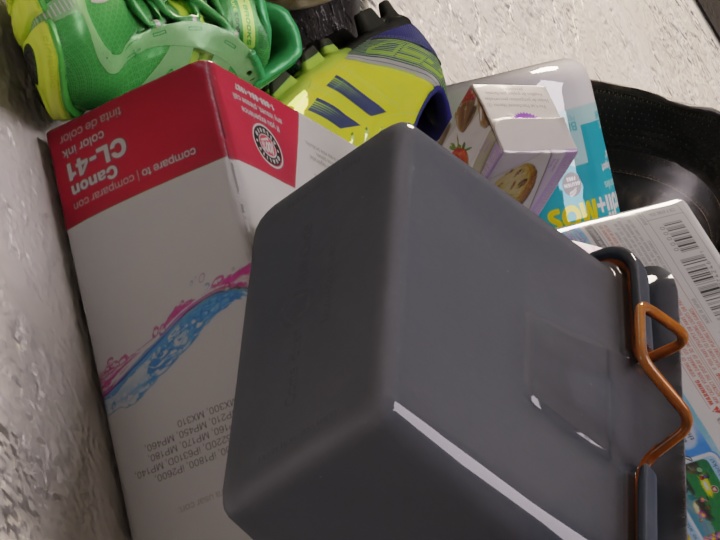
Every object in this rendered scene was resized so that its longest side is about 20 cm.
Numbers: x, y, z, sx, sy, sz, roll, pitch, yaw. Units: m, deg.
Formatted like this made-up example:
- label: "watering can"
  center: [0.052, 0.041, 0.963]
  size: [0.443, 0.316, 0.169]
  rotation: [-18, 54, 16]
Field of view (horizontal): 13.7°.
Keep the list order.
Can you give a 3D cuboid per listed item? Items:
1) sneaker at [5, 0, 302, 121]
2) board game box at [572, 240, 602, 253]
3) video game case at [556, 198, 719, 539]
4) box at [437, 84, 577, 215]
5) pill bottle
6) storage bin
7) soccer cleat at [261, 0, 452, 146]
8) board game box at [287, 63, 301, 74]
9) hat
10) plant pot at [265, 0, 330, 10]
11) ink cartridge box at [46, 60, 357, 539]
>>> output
- label: "sneaker"
  center: [-0.084, -0.104, 1.236]
  size: [0.200, 0.083, 0.074]
  rotation: [-2, 72, -70]
- label: "board game box"
  center: [0.065, 0.122, 1.232]
  size: [0.041, 0.201, 0.200]
  rotation: [12, 34, -14]
- label: "video game case"
  center: [0.124, 0.064, 1.401]
  size: [0.181, 0.024, 0.200]
  rotation: [-14, 60, -29]
- label: "box"
  center: [0.030, 0.002, 1.281]
  size: [0.041, 0.200, 0.039]
  rotation: [0, 49, -31]
- label: "pill bottle"
  center: [0.082, 0.001, 1.517]
  size: [0.111, 0.110, 0.201]
  rotation: [-25, 102, -71]
- label: "storage bin"
  center: [0.034, 0.045, 1.085]
  size: [0.134, 0.145, 0.201]
  rotation: [39, 34, -28]
- label: "soccer cleat"
  center: [-0.010, -0.063, 1.380]
  size: [0.084, 0.065, 0.200]
  rotation: [58, 31, -5]
- label: "board game box"
  center: [0.000, 0.000, 1.453]
  size: [0.105, 0.023, 0.201]
  rotation: [17, 53, -64]
- label: "hat"
  center: [0.135, -0.009, 1.606]
  size: [0.201, 0.200, 0.081]
  rotation: [54, 41, -36]
- label: "plant pot"
  center: [-0.010, -0.210, 1.432]
  size: [0.201, 0.200, 0.183]
  rotation: [65, 30, -10]
- label: "ink cartridge box"
  center: [-0.040, 0.036, 1.202]
  size: [0.147, 0.085, 0.201]
  rotation: [30, 44, -60]
